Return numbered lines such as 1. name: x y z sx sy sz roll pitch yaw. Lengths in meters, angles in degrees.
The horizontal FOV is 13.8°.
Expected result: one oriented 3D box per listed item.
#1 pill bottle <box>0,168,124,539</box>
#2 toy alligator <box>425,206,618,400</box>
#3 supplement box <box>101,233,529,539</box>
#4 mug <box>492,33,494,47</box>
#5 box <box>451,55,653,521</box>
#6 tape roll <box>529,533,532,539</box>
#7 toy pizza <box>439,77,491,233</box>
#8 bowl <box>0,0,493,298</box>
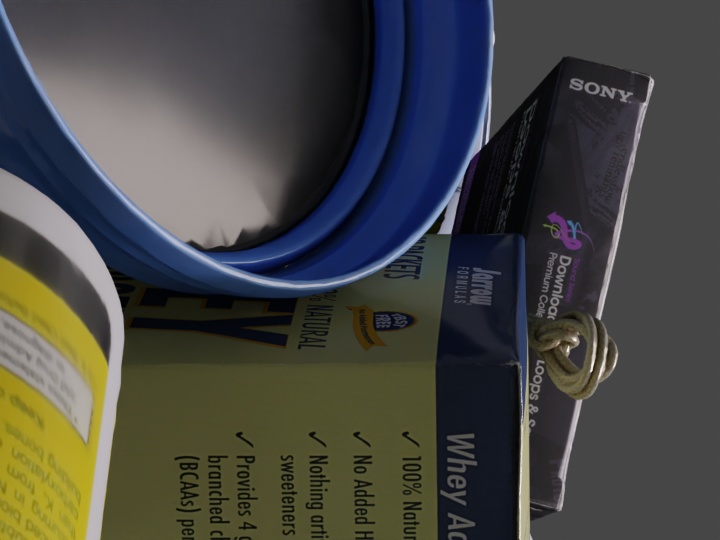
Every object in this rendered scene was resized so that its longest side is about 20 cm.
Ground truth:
1. pill bottle: -0.112 0.080 0.601 0.114 0.114 0.200 85 6 -49
2. toy alligator: 0.000 0.000 0.937 0.200 0.054 0.059 21 -87 54
3. supplement box: -0.052 0.100 0.838 0.134 0.199 0.201 -77 166 -74
4. mug: -0.033 -0.048 1.191 0.148 0.200 0.175 58 5 12
5. box: 0.051 0.016 1.020 0.200 0.036 0.143 135 -31 -79
6. tape roll: -0.015 0.166 1.358 0.139 0.202 0.203 -40 130 -85
7. toy pizza: -0.022 -0.039 1.073 0.200 0.032 0.201 -26 125 -45
8. bowl: -0.043 -0.090 0.792 0.200 0.039 0.201 18 66 -45
